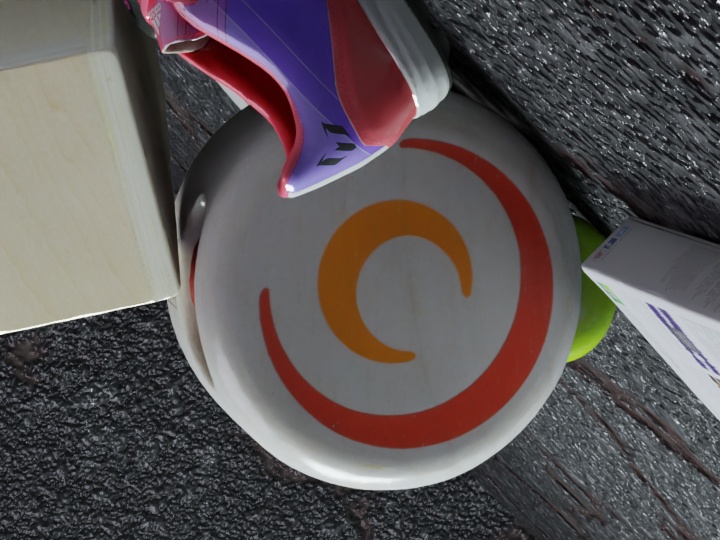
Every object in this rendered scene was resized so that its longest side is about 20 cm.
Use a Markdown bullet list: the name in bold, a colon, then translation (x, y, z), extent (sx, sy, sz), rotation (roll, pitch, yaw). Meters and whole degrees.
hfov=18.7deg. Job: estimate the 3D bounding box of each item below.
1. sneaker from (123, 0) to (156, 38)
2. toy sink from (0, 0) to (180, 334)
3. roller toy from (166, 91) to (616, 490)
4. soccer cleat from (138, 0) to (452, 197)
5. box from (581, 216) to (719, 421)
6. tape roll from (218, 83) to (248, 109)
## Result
- **sneaker**: translation (-0.091, -0.144, 0.904), extent (0.199, 0.084, 0.077), rotation (31, -156, -2)
- **toy sink**: translation (-0.154, -0.084, 1.008), extent (0.201, 0.111, 0.131), rotation (-101, 0, -55)
- **roller toy**: translation (0.000, 0.000, 1.025), extent (0.200, 0.182, 0.140), rotation (46, 175, -15)
- **soccer cleat**: translation (-0.056, -0.116, 0.726), extent (0.200, 0.073, 0.068), rotation (49, 169, 3)
- **box**: translation (0.179, 0.051, 0.873), extent (0.144, 0.036, 0.200), rotation (47, 175, -18)
- **tape roll**: translation (-0.027, -0.089, 1.321), extent (0.203, 0.037, 0.203), rotation (44, 175, 5)
